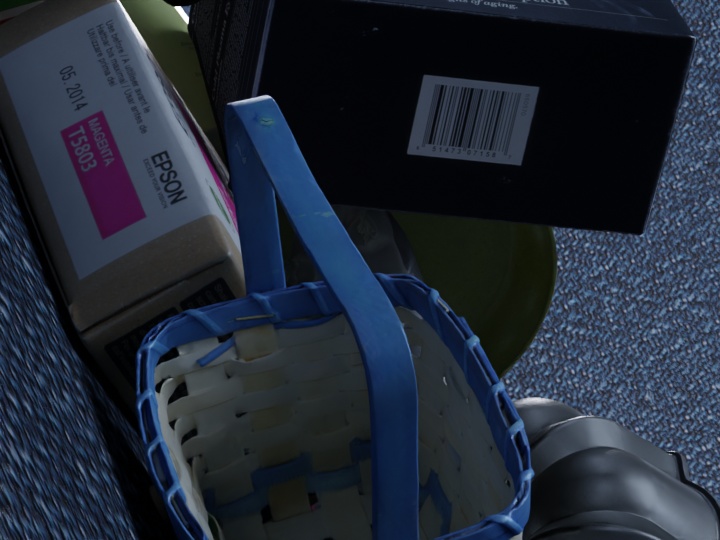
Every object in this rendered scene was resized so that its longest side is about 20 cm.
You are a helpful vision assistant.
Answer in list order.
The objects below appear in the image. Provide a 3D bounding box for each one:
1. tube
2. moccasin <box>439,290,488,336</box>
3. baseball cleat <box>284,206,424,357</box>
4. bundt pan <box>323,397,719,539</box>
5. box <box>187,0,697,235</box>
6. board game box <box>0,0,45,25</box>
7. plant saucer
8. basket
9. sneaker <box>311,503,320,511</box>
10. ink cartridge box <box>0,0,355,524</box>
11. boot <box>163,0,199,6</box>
[{"bbox_3d":[-0.115,-0.131,1.385,0.200,0.052,0.058,58,-33,29],"label":"tube"},{"bbox_3d":[-0.006,0.005,1.443,0.074,0.200,0.078,-89,-175,-63],"label":"moccasin"},{"bbox_3d":[0.021,0.059,1.295,0.106,0.069,0.201,18,56,-62],"label":"baseball cleat"},{"bbox_3d":[0.052,0.137,1.120,0.076,0.202,0.202,42,14,-40],"label":"bundt pan"},{"bbox_3d":[0.031,-0.111,1.279,0.182,0.199,0.105,-111,-150,-59],"label":"box"},{"bbox_3d":[-0.165,-0.132,1.354,0.201,0.040,0.153,60,2,-22],"label":"board game box"},{"bbox_3d":[0.000,0.000,1.382,0.031,0.199,0.200,-103,166,-52],"label":"plant saucer"},{"bbox_3d":[-0.011,0.057,1.017,0.177,0.138,0.201,-118,-158,-52],"label":"basket"},{"bbox_3d":[-0.013,0.108,1.351,0.075,0.080,0.200,59,3,-2],"label":"sneaker"},{"bbox_3d":[-0.085,-0.005,1.195,0.165,0.075,0.200,61,3,-47],"label":"ink cartridge box"},{"bbox_3d":[-0.148,-0.193,1.203,0.199,0.070,0.132,13,33,-42],"label":"boot"}]
